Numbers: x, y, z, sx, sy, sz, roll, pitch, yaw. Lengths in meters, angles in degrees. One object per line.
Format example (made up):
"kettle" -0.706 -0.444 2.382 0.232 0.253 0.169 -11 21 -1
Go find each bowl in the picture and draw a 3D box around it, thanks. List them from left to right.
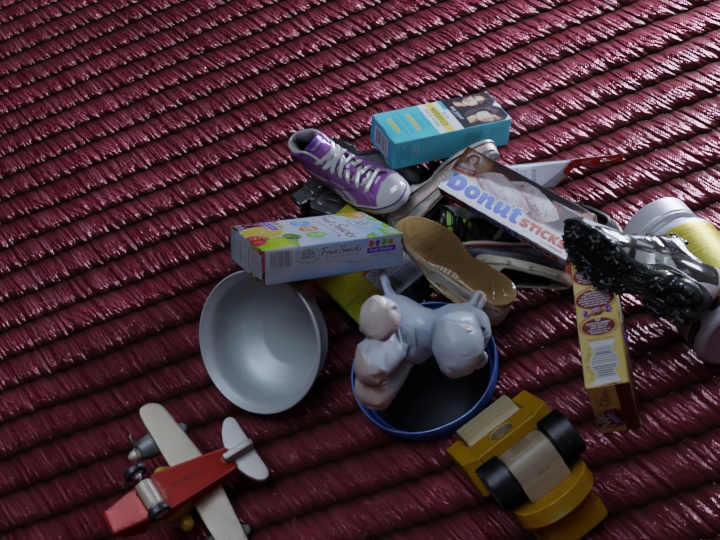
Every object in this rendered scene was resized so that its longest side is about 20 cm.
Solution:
"bowl" -0.119 0.092 1.448 0.200 0.090 0.202 5 99 29
"bowl" 0.088 0.135 1.387 0.200 0.039 0.201 -12 52 15

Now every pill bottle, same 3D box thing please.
"pill bottle" 0.416 0.007 1.295 0.114 0.114 0.200 -28 50 1

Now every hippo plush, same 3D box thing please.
"hippo plush" 0.083 0.100 1.325 0.160 0.160 0.200 7 14 7

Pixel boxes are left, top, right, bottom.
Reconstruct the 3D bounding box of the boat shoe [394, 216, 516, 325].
"boat shoe" 0.119 0.004 1.399 0.074 0.069 0.200 -31 57 -30

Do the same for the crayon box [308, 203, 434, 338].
"crayon box" 0.000 0.000 1.519 0.127 0.051 0.200 -39 50 -9

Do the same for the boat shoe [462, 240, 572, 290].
"boat shoe" 0.194 -0.001 1.427 0.199 0.071 0.063 -3 62 22

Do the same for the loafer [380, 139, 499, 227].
"loafer" 0.127 -0.116 1.550 0.200 0.072 0.063 -33 66 5

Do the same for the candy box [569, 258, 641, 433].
"candy box" 0.300 0.083 1.285 0.056 0.117 0.201 -12 52 15

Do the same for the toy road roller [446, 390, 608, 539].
"toy road roller" 0.202 0.242 1.226 0.123 0.146 0.200 -36 12 -5

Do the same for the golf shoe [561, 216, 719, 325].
"golf shoe" 0.332 -0.011 1.236 0.094 0.078 0.200 -33 55 -32

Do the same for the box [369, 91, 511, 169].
"box" 0.121 -0.213 1.578 0.199 0.049 0.082 -15 46 -20

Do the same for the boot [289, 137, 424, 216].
"boot" -0.005 -0.124 1.616 0.200 0.070 0.132 15 69 39

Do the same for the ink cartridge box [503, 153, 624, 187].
"ink cartridge box" 0.261 -0.125 1.440 0.199 0.163 0.057 0 93 13

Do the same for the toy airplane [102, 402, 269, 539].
"toy airplane" -0.220 0.283 1.361 0.198 0.141 0.200 18 46 -10

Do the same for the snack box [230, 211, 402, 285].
"snack box" -0.061 -0.033 1.412 0.199 0.053 0.142 -7 19 -22

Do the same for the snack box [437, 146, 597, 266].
"snack box" 0.199 -0.084 1.336 0.200 0.024 0.072 33 79 25

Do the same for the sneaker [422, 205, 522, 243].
"sneaker" 0.147 -0.056 1.457 0.199 0.083 0.071 -9 78 32

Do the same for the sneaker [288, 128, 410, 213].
"sneaker" -0.026 -0.150 1.534 0.200 0.114 0.073 23 79 33

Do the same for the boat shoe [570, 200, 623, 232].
"boat shoe" 0.266 -0.073 1.451 0.199 0.065 0.073 10 62 30
